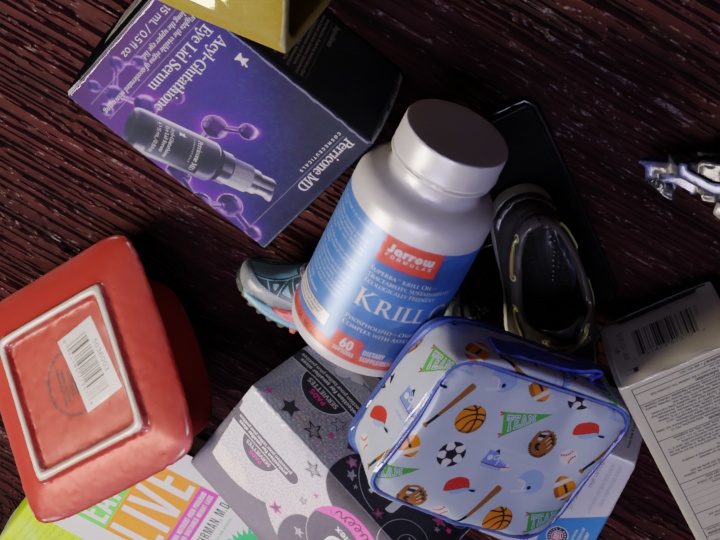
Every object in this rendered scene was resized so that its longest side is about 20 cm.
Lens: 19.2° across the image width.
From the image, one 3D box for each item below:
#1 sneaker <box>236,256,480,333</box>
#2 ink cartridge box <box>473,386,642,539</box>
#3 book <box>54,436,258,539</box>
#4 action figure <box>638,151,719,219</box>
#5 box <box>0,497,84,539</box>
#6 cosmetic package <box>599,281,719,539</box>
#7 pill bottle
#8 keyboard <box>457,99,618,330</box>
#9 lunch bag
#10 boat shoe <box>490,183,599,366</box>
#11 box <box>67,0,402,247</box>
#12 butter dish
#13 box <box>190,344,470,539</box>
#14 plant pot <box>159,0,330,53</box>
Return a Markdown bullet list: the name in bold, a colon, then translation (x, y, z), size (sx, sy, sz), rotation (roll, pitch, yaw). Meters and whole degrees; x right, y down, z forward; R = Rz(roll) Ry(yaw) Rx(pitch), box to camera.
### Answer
- **sneaker**: translation (0.000, 0.000, 1.735), size (0.200, 0.079, 0.096), rotation (8, 120, 1)
- **ink cartridge box**: translation (0.122, 0.145, 1.792), size (0.200, 0.086, 0.147), rotation (20, 131, 1)
- **book**: translation (-0.181, 0.211, 1.943), size (0.200, 0.048, 0.134), rotation (29, 110, -9)
- **action figure**: translation (0.315, -0.051, 1.592), size (0.200, 0.105, 0.194), rotation (20, 128, 37)
- **box**: translation (-0.231, 0.267, 2.025), size (0.200, 0.048, 0.122), rotation (33, 130, -10)
- **cosmetic package**: translation (0.277, 0.121, 1.698), size (0.103, 0.087, 0.200), rotation (-23, 122, 9)
- **pill bottle**: translation (0.032, -0.026, 1.601), size (0.112, 0.112, 0.200), rotation (25, 124, -2)
- **keyboard**: translation (0.115, -0.030, 1.677), size (0.127, 0.021, 0.200), rotation (-26, 118, 2)
- **lunch bag**: translation (0.104, 0.119, 1.639), size (0.200, 0.076, 0.160), rotation (18, 116, -33)
- **boat shoe**: translation (0.148, 0.031, 1.669), size (0.072, 0.061, 0.201), rotation (-21, 120, -2)
- **box**: translation (-0.093, -0.142, 1.624), size (0.200, 0.104, 0.148), rotation (37, 128, -12)
- **butter dish**: translation (-0.202, 0.093, 1.826), size (0.199, 0.148, 0.200), rotation (-28, 73, 33)
- **box**: translation (-0.016, 0.173, 1.737), size (0.200, 0.115, 0.132), rotation (47, 136, 8)
- **plant pot**: translation (-0.102, -0.296, 1.456), size (0.200, 0.196, 0.194), rotation (15, 130, 14)
